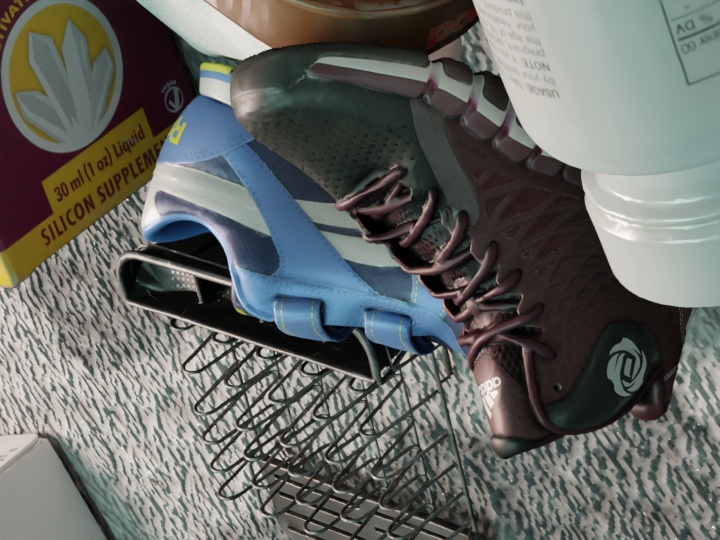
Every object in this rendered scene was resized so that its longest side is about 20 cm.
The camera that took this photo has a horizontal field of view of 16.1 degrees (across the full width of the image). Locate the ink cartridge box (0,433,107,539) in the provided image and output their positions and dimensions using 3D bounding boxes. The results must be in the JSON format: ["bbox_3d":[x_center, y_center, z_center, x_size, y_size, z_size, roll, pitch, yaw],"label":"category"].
[{"bbox_3d":[-0.191,0.197,1.420,0.144,0.084,0.200,-10,114,51],"label":"ink cartridge box"}]

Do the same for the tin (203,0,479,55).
[{"bbox_3d":[-0.035,-0.146,0.906,0.200,0.112,0.042,37,153,20],"label":"tin"}]

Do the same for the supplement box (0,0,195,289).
[{"bbox_3d":[-0.167,-0.112,1.070,0.103,0.131,0.200,6,126,44],"label":"supplement box"}]

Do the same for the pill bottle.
[{"bbox_3d":[0.092,-0.093,0.802,0.114,0.114,0.200,10,134,44],"label":"pill bottle"}]

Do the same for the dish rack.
[{"bbox_3d":[-0.018,0.074,1.139,0.153,0.055,0.200,17,134,40],"label":"dish rack"}]

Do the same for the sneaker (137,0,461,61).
[{"bbox_3d":[-0.034,-0.105,0.992,0.200,0.075,0.089,34,155,32],"label":"sneaker"}]

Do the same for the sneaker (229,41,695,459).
[{"bbox_3d":[0.039,0.001,0.875,0.200,0.116,0.076,19,161,-25],"label":"sneaker"}]

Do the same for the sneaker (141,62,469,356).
[{"bbox_3d":[0.000,0.000,1.003,0.200,0.082,0.074,35,178,18],"label":"sneaker"}]
